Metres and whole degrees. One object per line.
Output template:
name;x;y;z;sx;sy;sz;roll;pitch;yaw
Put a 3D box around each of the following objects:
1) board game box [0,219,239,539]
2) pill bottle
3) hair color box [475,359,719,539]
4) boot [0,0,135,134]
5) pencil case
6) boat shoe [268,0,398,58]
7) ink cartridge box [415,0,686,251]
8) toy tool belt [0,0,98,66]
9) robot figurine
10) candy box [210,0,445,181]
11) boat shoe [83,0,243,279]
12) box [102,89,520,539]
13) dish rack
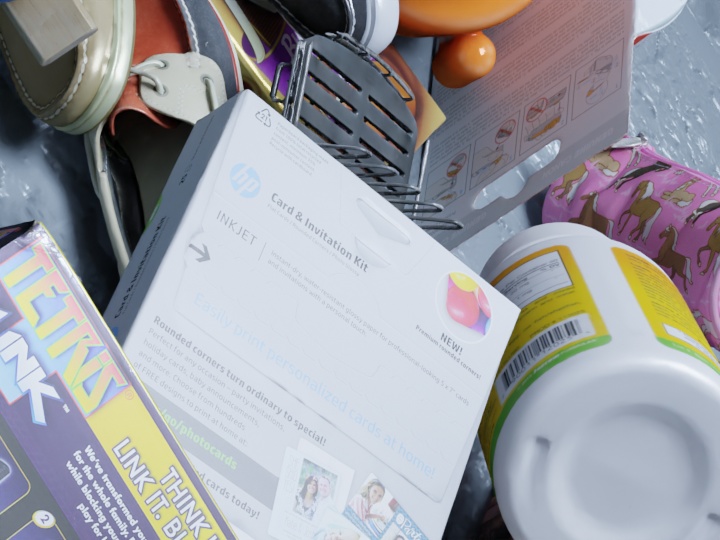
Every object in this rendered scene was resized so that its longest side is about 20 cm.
board game box;-0.122;0.111;0.696;0.165;0.057;0.200;-37;103;-32
pill bottle;0.103;0.050;1.001;0.111;0.111;0.200;47;11;-19
hair color box;0.117;0.125;1.075;0.064;0.111;0.200;51;35;-15
boot;-0.182;-0.155;0.940;0.155;0.072;0.200;10;55;-47
pencil case;0.174;-0.014;1.185;0.087;0.083;0.200;64;-13;-25
boat shoe;-0.057;-0.180;1.024;0.066;0.070;0.200;-24;85;-47
ink cartridge box;0.101;-0.096;1.172;0.057;0.163;0.200;30;44;-29
toy tool belt;-0.205;-0.125;0.833;0.125;0.200;0.123;-136;-143;-72
robot figurine;0.039;-0.181;1.154;0.144;0.117;0.200;41;-3;-10
candy box;-0.053;-0.120;1.089;0.200;0.056;0.117;52;36;-9
boat shoe;-0.090;-0.057;0.977;0.063;0.071;0.200;25;51;-66
box;-0.029;0.053;0.844;0.156;0.041;0.200;38;52;-22
dish rack;0.000;0.000;0.987;0.153;0.055;0.200;35;62;-63
